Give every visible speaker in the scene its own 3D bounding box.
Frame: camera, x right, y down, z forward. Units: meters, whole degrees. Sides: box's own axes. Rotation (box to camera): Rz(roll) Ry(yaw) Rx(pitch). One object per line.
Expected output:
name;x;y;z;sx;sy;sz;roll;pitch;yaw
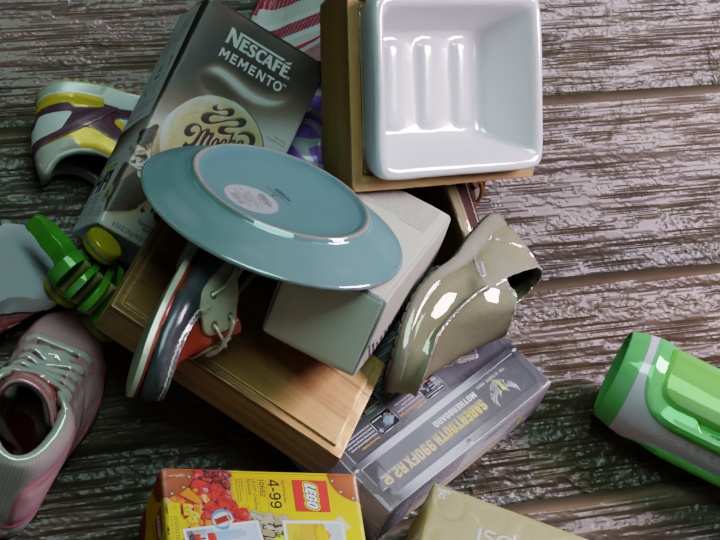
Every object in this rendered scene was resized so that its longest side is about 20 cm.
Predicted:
speaker;0.288;0.125;1.803;0.199;0.089;0.089;26;49;1

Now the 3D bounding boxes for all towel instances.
towel;-0.047;-0.215;1.918;0.023;0.143;0.201;51;43;-27

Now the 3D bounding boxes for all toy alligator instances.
toy alligator;-0.173;0.034;1.688;0.200;0.059;0.054;42;20;-13

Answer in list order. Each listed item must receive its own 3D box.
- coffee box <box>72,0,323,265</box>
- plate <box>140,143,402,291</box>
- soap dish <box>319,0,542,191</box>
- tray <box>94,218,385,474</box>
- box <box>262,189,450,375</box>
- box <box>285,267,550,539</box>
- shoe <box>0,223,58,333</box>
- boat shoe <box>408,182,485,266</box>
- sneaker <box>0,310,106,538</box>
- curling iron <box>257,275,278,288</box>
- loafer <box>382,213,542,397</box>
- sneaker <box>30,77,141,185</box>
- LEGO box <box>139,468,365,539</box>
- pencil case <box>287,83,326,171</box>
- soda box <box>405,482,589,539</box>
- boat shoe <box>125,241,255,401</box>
coffee box;-0.124;-0.094;1.759;0.113;0.080;0.201;29;75;-17
plate;-0.060;-0.048;1.628;0.199;0.026;0.201;19;25;-9
soap dish;0.053;-0.147;1.784;0.199;0.081;0.159;-7;97;-42
tray;-0.085;0.054;1.663;0.199;0.037;0.099;34;49;-7
box;0.000;0.000;1.694;0.082;0.069;0.200;27;25;7
box;0.026;0.093;1.755;0.158;0.048;0.200;44;52;15
shoe;-0.294;0.026;1.679;0.072;0.091;0.200;55;24;5
boat shoe;0.077;-0.082;1.900;0.071;0.072;0.201;-4;49;-21
sneaker;-0.226;0.087;1.633;0.075;0.105;0.201;20;48;-2
curling iron;-0.069;0.007;1.796;0.025;0.050;0.200;33;44;7
loafer;0.082;0.030;1.743;0.068;0.076;0.200;29;48;11
sneaker;-0.165;-0.094;1.825;0.198;0.075;0.091;3;61;-10
LEGO box;-0.068;0.245;1.584;0.148;0.077;0.201;3;53;-17
pencil case;0.001;-0.133;1.858;0.085;0.084;0.201;25;69;27
soda box;0.129;0.231;1.676;0.199;0.064;0.068;21;49;-4
boat shoe;-0.109;0.022;1.601;0.062;0.071;0.201;30;44;-6
